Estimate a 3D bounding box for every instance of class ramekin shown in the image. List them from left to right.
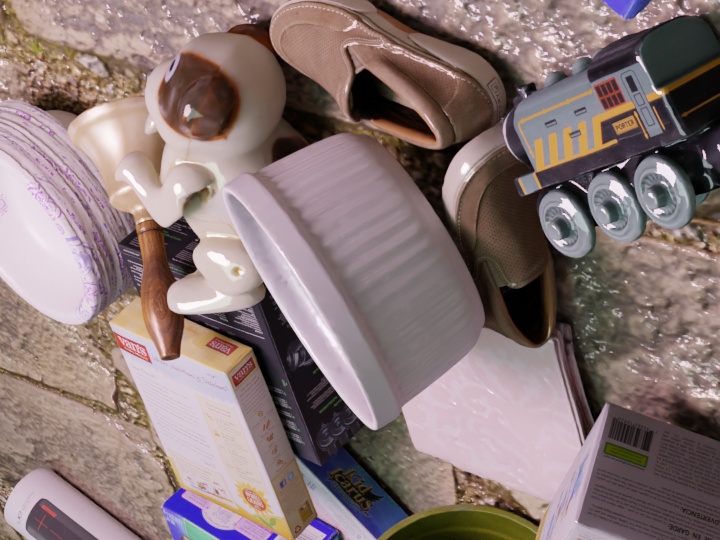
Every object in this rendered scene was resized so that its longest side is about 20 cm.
[{"bbox_3d":[0.000,0.000,1.430,0.200,0.105,0.200,56,171,13],"label":"ramekin"}]

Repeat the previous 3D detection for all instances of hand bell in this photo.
[{"bbox_3d":[-0.166,-0.026,1.629,0.104,0.104,0.200,131,132,-61],"label":"hand bell"}]

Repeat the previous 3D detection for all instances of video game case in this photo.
[{"bbox_3d":[-0.027,0.231,1.902,0.200,0.045,0.181,46,151,5],"label":"video game case"}]

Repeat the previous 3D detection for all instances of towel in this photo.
[{"bbox_3d":[0.100,0.093,1.583,0.200,0.032,0.191,18,138,42],"label":"towel"}]

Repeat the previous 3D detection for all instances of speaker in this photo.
[{"bbox_3d":[-0.310,0.307,2.345,0.200,0.081,0.081,33,147,27],"label":"speaker"}]

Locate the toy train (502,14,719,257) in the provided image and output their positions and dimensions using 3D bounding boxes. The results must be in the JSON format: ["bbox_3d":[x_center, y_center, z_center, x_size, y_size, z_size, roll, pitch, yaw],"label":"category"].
[{"bbox_3d":[0.161,-0.080,1.253,0.200,0.085,0.114,-19,97,61],"label":"toy train"}]

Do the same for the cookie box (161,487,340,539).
[{"bbox_3d":[-0.084,0.296,1.938,0.171,0.075,0.200,25,145,36],"label":"cookie box"}]

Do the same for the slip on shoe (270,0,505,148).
[{"bbox_3d":[0.005,-0.131,1.400,0.200,0.061,0.076,27,145,33],"label":"slip on shoe"}]

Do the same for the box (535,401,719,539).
[{"bbox_3d":[0.190,0.197,1.477,0.112,0.101,0.200,20,147,1],"label":"box"}]

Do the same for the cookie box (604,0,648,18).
[{"bbox_3d":[0.111,-0.258,1.078,0.200,0.075,0.171,42,148,11],"label":"cookie box"}]

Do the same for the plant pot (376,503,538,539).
[{"bbox_3d":[0.084,0.321,1.736,0.200,0.200,0.193,40,161,15],"label":"plant pot"}]

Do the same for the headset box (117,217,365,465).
[{"bbox_3d":[-0.085,0.050,1.719,0.174,0.093,0.200,18,139,42],"label":"headset box"}]

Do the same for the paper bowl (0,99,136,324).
[{"bbox_3d":[-0.268,-0.060,1.827,0.201,0.104,0.201,34,148,24],"label":"paper bowl"}]

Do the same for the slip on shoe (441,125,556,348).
[{"bbox_3d":[0.101,-0.018,1.397,0.061,0.076,0.200,48,158,31],"label":"slip on shoe"}]

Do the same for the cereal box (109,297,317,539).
[{"bbox_3d":[-0.121,0.124,1.722,0.144,0.040,0.200,21,142,39],"label":"cereal box"}]

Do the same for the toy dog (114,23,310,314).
[{"bbox_3d":[-0.091,-0.080,1.534,0.194,0.140,0.200,6,131,35],"label":"toy dog"}]

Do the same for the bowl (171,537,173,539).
[{"bbox_3d":[-0.142,0.353,2.142,0.200,0.108,0.200,34,147,26],"label":"bowl"}]
